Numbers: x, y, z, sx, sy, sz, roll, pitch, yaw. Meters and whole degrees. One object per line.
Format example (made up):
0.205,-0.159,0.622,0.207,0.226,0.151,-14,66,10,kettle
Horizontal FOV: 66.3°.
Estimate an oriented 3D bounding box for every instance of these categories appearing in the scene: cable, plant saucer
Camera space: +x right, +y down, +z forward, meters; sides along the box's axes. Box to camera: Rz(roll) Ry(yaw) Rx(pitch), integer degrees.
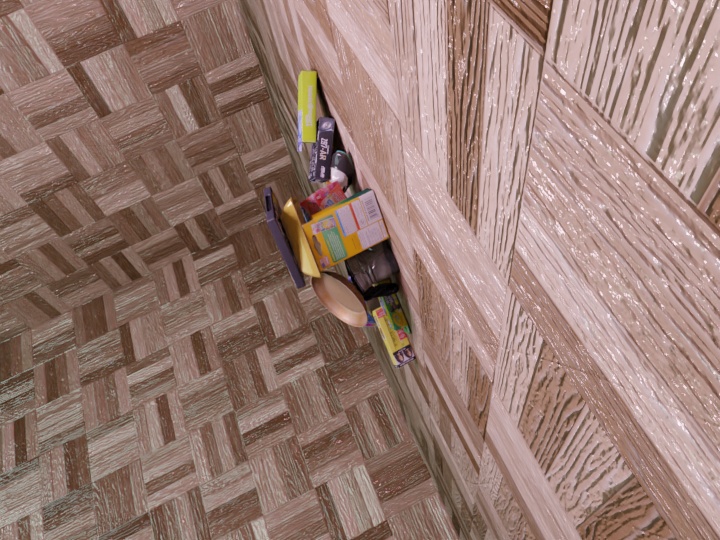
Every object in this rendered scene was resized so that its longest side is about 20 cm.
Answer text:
0.030,0.063,1.575,0.161,0.195,0.053,5,-97,-51,cable
-0.051,0.070,1.501,0.197,0.036,0.203,32,151,20,plant saucer
-0.153,-0.081,1.411,0.200,0.047,0.206,-107,-3,-82,plant saucer

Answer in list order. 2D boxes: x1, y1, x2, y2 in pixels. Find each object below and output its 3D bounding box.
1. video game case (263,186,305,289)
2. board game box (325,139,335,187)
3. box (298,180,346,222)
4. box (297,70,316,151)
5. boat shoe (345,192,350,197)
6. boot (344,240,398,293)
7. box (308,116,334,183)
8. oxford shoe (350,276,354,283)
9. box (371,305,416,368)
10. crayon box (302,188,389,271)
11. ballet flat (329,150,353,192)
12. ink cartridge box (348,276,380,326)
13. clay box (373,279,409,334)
-0.192,-0.084,1.388,0.183,0.025,0.204,-109,-2,-57,video game case
-0.089,-0.291,1.636,0.096,0.029,0.208,102,169,-80,board game box
-0.117,-0.159,1.535,0.198,0.093,0.105,-17,102,59,box
-0.148,-0.433,1.517,0.122,0.046,0.208,-134,45,-75,box
-0.039,-0.184,1.746,0.202,0.058,0.073,-120,9,-50,boat shoe
0.009,-0.056,1.447,0.068,0.127,0.206,111,135,-81,boot
-0.114,-0.337,1.570,0.200,0.042,0.167,-152,67,-78,box
0.000,0.000,1.672,0.073,0.084,0.200,47,-178,9,oxford shoe
0.110,0.212,1.818,0.050,0.073,0.206,148,100,-76,box
-0.039,-0.102,1.366,0.129,0.195,0.052,67,169,-19,crayon box
-0.052,-0.259,1.527,0.066,0.070,0.200,24,171,8,ballet flat
0.009,0.091,1.874,0.201,0.074,0.141,57,-147,-60,ink cartridge box
0.092,0.108,1.715,0.115,0.046,0.206,158,90,-85,clay box
